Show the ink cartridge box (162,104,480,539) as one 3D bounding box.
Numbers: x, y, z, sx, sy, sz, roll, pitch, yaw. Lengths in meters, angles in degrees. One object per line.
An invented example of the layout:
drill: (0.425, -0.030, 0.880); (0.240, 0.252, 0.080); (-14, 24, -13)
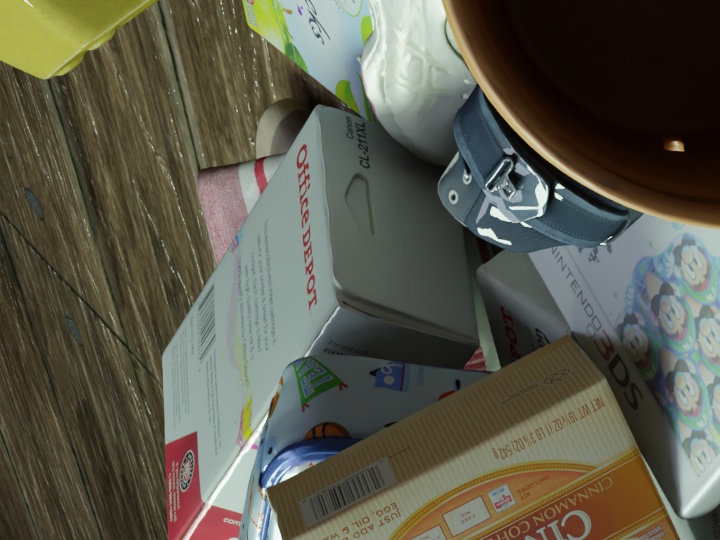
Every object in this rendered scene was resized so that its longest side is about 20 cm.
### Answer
ink cartridge box: (-0.025, 0.041, 1.248); (0.200, 0.082, 0.146); (-55, 27, 37)

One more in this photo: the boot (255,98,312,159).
boot: (-0.015, -0.044, 1.427); (0.147, 0.070, 0.201); (61, 153, 30)

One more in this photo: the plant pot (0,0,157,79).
plant pot: (-0.180, -0.226, 1.383); (0.201, 0.194, 0.195); (54, 161, -6)

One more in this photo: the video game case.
video game case: (0.137, -0.025, 1.000); (0.183, 0.024, 0.200); (62, 145, 25)

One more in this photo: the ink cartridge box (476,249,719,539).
ink cartridge box: (0.154, 0.071, 1.143); (0.200, 0.083, 0.145); (35, 149, 49)

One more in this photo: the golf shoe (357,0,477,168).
golf shoe: (0.046, -0.114, 1.159); (0.091, 0.075, 0.201); (23, 151, 33)

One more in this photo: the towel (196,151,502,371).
towel: (0.000, 0.000, 1.329); (0.199, 0.023, 0.145); (-9, 99, 42)

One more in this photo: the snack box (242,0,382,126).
snack box: (-0.018, -0.182, 1.237); (0.142, 0.053, 0.201); (40, 153, 40)

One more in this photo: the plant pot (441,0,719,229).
plant pot: (0.116, -0.114, 0.832); (0.201, 0.199, 0.140); (59, 176, -3)

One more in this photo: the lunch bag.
lunch bag: (0.024, 0.122, 1.166); (0.201, 0.159, 0.076); (106, 171, -50)

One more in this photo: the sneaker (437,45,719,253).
sneaker: (0.054, -0.099, 0.981); (0.203, 0.077, 0.146); (52, 146, 7)

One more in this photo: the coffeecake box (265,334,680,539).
coffeecake box: (0.072, 0.156, 1.065); (0.201, 0.153, 0.073); (63, 179, -16)
